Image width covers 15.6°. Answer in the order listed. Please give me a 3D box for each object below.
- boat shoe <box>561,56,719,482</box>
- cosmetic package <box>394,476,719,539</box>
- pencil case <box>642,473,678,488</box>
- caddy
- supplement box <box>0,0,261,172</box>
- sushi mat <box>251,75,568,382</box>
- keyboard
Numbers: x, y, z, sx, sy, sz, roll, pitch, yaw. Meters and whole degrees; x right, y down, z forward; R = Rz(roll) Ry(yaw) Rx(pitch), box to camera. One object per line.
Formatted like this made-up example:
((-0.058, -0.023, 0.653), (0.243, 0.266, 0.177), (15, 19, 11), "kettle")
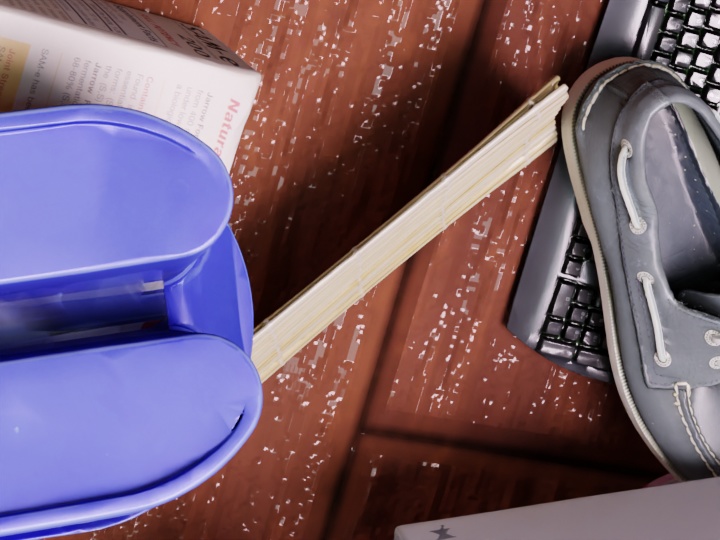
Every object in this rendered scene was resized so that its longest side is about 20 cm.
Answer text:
((0.135, 0.014, 1.021), (0.073, 0.062, 0.201), (-25, 105, -15), "boat shoe")
((0.121, 0.195, 0.993), (0.198, 0.123, 0.201), (-7, 113, -17), "cosmetic package")
((0.058, 0.150, 1.067), (0.199, 0.087, 0.088), (-19, 115, -14), "pencil case")
((-0.125, 0.020, 0.854), (0.199, 0.105, 0.142), (-7, 89, -19), "caddy")
((-0.150, -0.042, 0.920), (0.199, 0.074, 0.127), (14, 103, -25), "supplement box")
((0.000, 0.000, 0.990), (0.200, 0.096, 0.012), (-40, 81, -3), "sushi mat")
((0.143, -0.045, 1.053), (0.126, 0.021, 0.201), (13, 105, -14), "keyboard")
